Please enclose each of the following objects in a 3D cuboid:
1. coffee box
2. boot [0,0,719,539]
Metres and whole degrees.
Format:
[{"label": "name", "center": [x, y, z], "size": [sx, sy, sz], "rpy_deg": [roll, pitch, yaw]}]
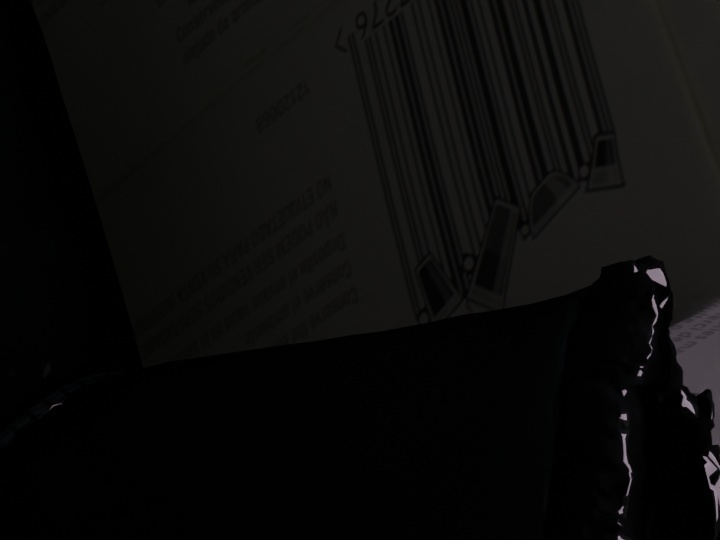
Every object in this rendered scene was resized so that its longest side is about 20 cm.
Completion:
[{"label": "coffee box", "center": [0.056, -0.047, 0.527], "size": [0.197, 0.200, 0.201], "rpy_deg": [4, 64, -39]}, {"label": "boot", "center": [-0.026, 0.022, 0.401], "size": [0.073, 0.162, 0.199], "rpy_deg": [3, 85, -58]}]
